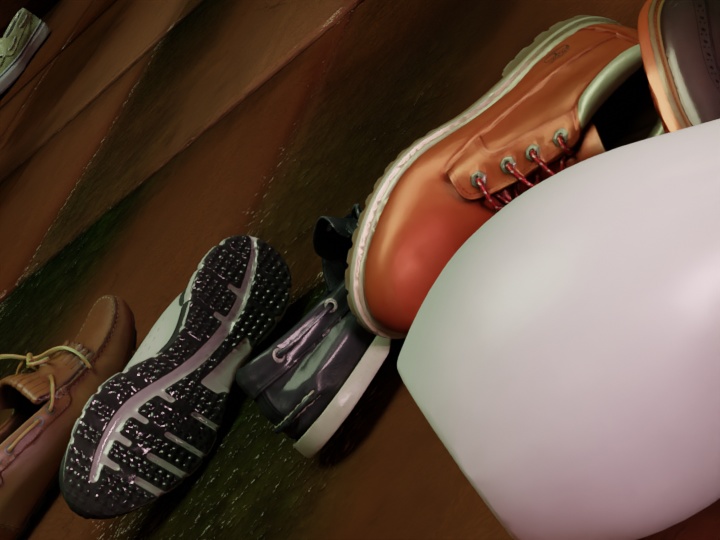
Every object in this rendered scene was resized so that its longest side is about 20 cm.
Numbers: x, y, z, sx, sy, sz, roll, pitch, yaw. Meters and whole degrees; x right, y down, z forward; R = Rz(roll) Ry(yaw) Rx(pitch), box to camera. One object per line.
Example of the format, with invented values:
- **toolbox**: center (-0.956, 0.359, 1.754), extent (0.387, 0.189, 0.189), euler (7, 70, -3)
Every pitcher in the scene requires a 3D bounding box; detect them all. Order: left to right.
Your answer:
- **pitcher**: center (0.116, 0.006, 0.676), extent (0.200, 0.122, 0.172), euler (-36, -3, 2)

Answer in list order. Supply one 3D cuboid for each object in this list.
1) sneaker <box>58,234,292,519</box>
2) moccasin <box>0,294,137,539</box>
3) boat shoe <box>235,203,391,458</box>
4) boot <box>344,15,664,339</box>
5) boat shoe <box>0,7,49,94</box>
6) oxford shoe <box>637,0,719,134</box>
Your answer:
- **sneaker**: center (-0.110, 0.072, 1.143), extent (0.200, 0.074, 0.080), euler (-53, 3, -31)
- **moccasin**: center (-0.222, 0.094, 1.321), extent (0.202, 0.078, 0.074), euler (-56, 19, -25)
- **boat shoe**: center (-0.001, 0.001, 0.999), extent (0.200, 0.066, 0.075), euler (-57, 5, -25)
- **boot**: center (0.075, -0.042, 0.924), extent (0.200, 0.075, 0.107), euler (-48, 22, -5)
- **boat shoe**: center (-0.585, -0.355, 3.188), extent (0.072, 0.062, 0.201), euler (-31, 25, 42)
- **oxford shoe**: center (0.167, -0.105, 0.844), extent (0.072, 0.071, 0.201), euler (-17, 40, 25)
